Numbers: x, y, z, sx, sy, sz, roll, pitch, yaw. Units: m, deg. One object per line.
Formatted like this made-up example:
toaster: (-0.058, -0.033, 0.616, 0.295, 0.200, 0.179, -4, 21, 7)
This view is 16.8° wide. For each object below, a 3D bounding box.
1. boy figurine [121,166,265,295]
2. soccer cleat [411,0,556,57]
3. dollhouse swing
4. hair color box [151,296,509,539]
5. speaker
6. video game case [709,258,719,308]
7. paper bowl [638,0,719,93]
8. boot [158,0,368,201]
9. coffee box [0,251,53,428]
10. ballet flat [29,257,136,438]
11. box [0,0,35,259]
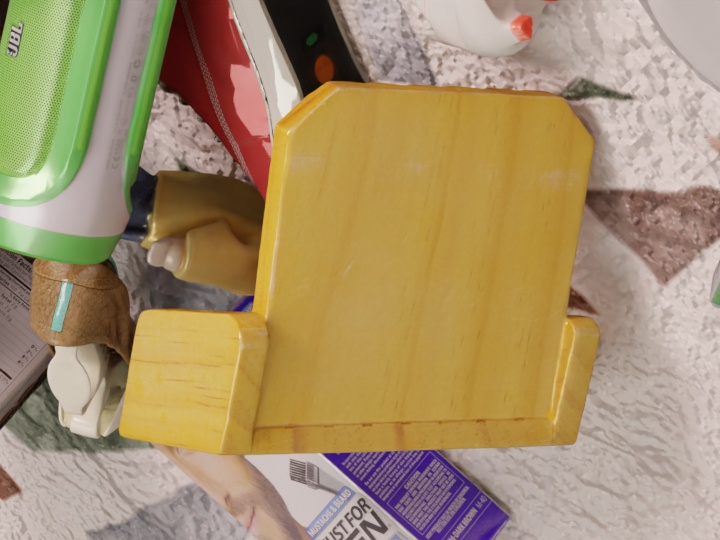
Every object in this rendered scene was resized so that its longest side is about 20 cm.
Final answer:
boy figurine: (-0.090, -0.020, 1.314, 0.199, 0.124, 0.065, 22, 106, -16)
soccer cleat: (0.025, -0.183, 1.109, 0.077, 0.069, 0.201, 4, 129, 41)
dollhouse swing: (0.000, 0.000, 1.213, 0.182, 0.199, 0.177, 1, 92, 62)
hair color box: (-0.024, 0.117, 1.409, 0.200, 0.065, 0.109, 42, 141, 4)
speaker: (-0.136, -0.109, 1.192, 0.088, 0.088, 0.201, 20, 103, 25)
video game case: (0.259, -0.013, 1.005, 0.199, 0.022, 0.182, 12, 152, 1)
paper bowl: (0.190, -0.141, 0.980, 0.200, 0.104, 0.201, 23, 136, 24)
boot: (-0.068, -0.084, 1.268, 0.144, 0.072, 0.201, -2, 115, 41)
coffee box: (-0.261, 0.083, 1.466, 0.080, 0.200, 0.113, 39, 139, 0)
ballet flat: (-0.153, 0.053, 1.394, 0.067, 0.073, 0.200, 11, 159, 7)
box: (-0.203, -0.108, 1.354, 0.100, 0.075, 0.201, 13, 130, 32)
